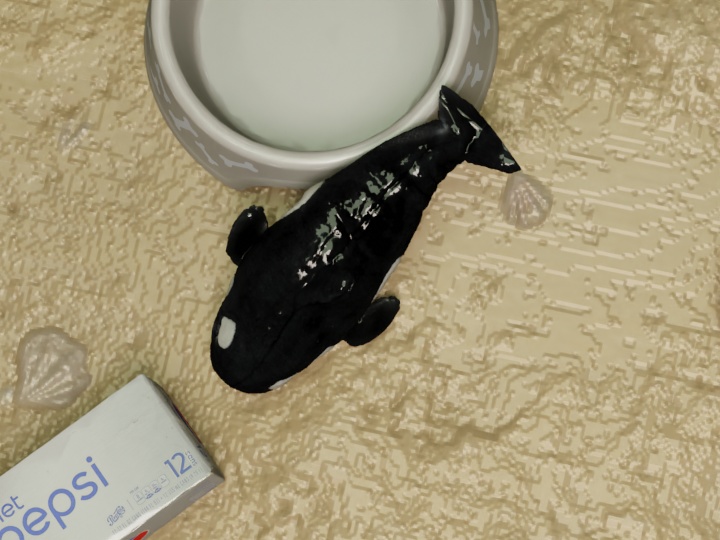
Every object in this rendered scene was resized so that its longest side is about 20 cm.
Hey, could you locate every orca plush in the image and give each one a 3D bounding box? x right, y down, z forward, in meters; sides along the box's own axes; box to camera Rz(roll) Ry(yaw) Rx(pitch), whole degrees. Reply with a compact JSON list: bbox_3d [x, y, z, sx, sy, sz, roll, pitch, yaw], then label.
[{"bbox_3d":[0.000,0.000,1.328,0.199,0.071,0.105,-32,117,6],"label":"orca plush"}]

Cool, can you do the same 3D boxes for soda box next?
[{"bbox_3d":[-0.172,0.141,1.344,0.200,0.063,0.068,-37,81,-2],"label":"soda box"}]

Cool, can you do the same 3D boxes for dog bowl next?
[{"bbox_3d":[-0.025,-0.136,1.383,0.199,0.059,0.202,-1,79,5],"label":"dog bowl"}]
